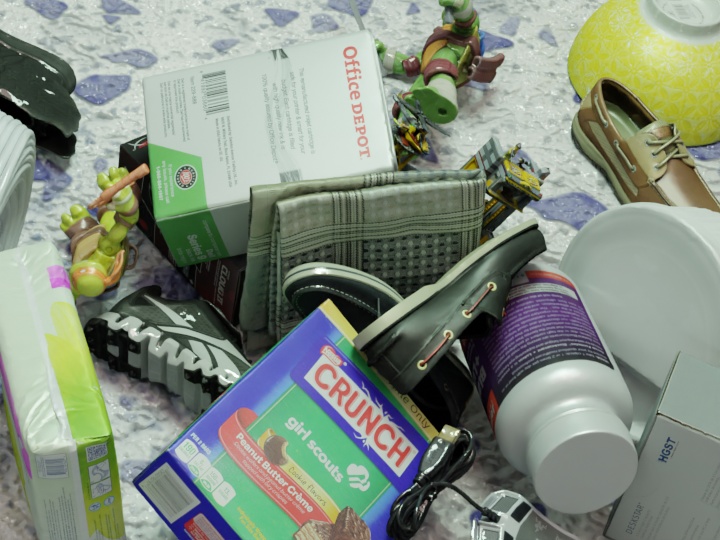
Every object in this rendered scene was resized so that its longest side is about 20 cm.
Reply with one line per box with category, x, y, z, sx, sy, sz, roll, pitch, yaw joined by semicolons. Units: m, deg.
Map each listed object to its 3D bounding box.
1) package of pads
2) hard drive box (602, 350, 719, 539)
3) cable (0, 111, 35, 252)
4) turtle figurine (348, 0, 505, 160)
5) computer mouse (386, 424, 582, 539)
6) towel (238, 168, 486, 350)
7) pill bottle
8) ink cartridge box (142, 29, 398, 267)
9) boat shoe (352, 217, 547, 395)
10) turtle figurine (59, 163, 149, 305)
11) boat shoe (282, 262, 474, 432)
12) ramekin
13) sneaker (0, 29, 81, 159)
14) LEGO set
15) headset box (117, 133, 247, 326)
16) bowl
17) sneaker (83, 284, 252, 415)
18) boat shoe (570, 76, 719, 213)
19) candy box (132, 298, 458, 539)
package of pads;-0.228;0.104;1.292;0.067;0.155;0.201;-12;47;-13
hard drive box;0.307;0.175;1.350;0.198;0.157;0.077;23;45;9
cable;-0.311;-0.031;1.374;0.069;0.202;0.200;18;21;-2
turtle figurine;0.046;-0.220;1.689;0.143;0.201;0.195;-11;43;25
computer mouse;0.111;0.210;1.315;0.200;0.044;0.110;41;47;-11
towel;0.000;0.000;1.412;0.198;0.194;0.035;-5;48;-10
pill bottle;0.151;0.094;1.379;0.110;0.112;0.201;0;35;-13
ink cartridge box;-0.070;-0.100;1.433;0.198;0.084;0.147;-11;58;4
boat shoe;0.081;0.026;1.359;0.201;0.074;0.063;-36;84;-35
turtle figurine;-0.211;-0.024;1.430;0.064;0.201;0.162;27;23;-15
boat shoe;0.016;0.065;1.396;0.200;0.074;0.063;42;40;-26
ramekin;0.262;0.039;1.452;0.094;0.203;0.203;-12;48;-41
sneaker;-0.339;-0.171;1.601;0.198;0.060;0.105;21;40;2
LEGO set;0.092;-0.061;1.510;0.199;0.116;0.154;33;28;-26
headset box;-0.099;-0.050;1.529;0.148;0.075;0.200;-26;57;-33
bowl;0.321;-0.234;1.790;0.198;0.108;0.201;7;44;-7
sneaker;-0.121;0.069;1.412;0.199;0.067;0.091;28;50;16
boat shoe;0.277;-0.109;1.680;0.075;0.074;0.200;-22;54;-30
candy box;-0.042;0.150;1.303;0.169;0.077;0.200;49;49;-2
